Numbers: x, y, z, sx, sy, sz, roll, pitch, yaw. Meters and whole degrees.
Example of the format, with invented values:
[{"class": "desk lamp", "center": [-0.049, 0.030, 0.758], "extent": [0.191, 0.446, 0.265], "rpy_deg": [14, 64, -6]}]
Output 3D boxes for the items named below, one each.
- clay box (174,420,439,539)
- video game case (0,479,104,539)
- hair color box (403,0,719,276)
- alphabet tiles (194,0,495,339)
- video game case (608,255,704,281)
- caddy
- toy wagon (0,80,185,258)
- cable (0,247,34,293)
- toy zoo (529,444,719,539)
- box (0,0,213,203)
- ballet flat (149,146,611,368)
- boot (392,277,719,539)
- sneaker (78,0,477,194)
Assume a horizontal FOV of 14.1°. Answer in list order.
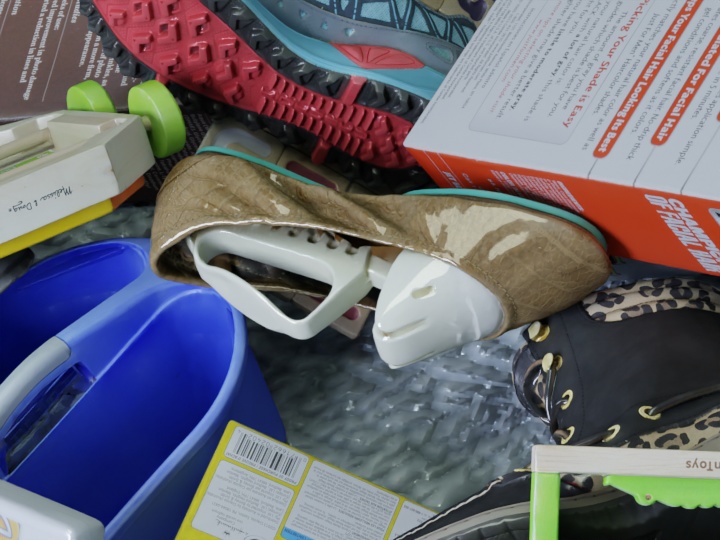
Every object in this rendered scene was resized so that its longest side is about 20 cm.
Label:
[{"class": "clay box", "center": [-0.039, 0.170, 1.124], "extent": [0.115, 0.048, 0.200], "rpy_deg": [24, 61, 2]}, {"class": "video game case", "center": [-0.192, 0.157, 1.166], "extent": [0.199, 0.183, 0.023], "rpy_deg": [18, 17, 34]}, {"class": "hair color box", "center": [0.125, -0.063, 1.162], "extent": [0.200, 0.064, 0.111], "rpy_deg": [13, 63, 49]}, {"class": "alphabet tiles", "center": [-0.005, -0.073, 1.297], "extent": [0.167, 0.008, 0.200], "rpy_deg": [30, 61, -6]}, {"class": "video game case", "center": [0.143, -0.087, 1.255], "extent": [0.181, 0.045, 0.201], "rpy_deg": [-5, 52, 41]}, {"class": "caddy", "center": [-0.127, 0.076, 1.228], "extent": [0.141, 0.105, 0.200], "rpy_deg": [27, 67, 36]}, {"class": "toy wagon", "center": [-0.170, -0.038, 1.252], "extent": [0.155, 0.040, 0.200], "rpy_deg": [-24, 14, -24]}, {"class": "cable", "center": [-0.166, -0.003, 1.298], "extent": [0.097, 0.050, 0.200], "rpy_deg": [-30, 16, -19]}, {"class": "toy zoo", "center": [0.122, 0.165, 1.037], "extent": [0.131, 0.020, 0.201], "rpy_deg": [2, 85, 0]}, {"class": "box", "center": [-0.103, -0.091, 1.380], "extent": [0.199, 0.075, 0.100], "rpy_deg": [-4, 51, 22]}, {"class": "ballet flat", "center": [0.000, 0.000, 1.181], "extent": [0.199, 0.068, 0.072], "rpy_deg": [13, 54, 21]}, {"class": "boot", "center": [0.083, 0.077, 1.133], "extent": [0.199, 0.073, 0.151], "rpy_deg": [-24, 26, 2]}, {"class": "sneaker", "center": [-0.033, -0.110, 1.269], "extent": [0.079, 0.199, 0.096], "rpy_deg": [-48, 18, 45]}]
